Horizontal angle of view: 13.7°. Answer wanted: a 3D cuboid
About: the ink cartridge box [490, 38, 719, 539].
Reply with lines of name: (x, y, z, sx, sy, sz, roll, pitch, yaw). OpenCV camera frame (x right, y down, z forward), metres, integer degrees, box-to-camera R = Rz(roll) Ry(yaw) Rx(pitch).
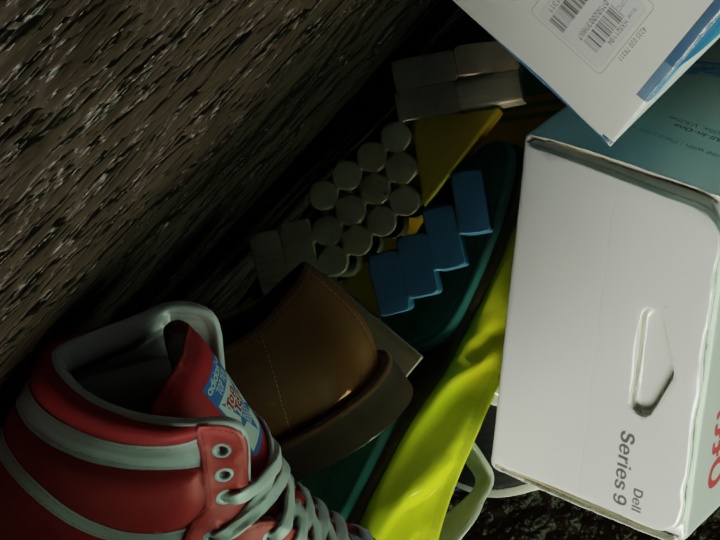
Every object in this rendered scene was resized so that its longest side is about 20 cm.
ink cartridge box: (0.138, -0.012, 1.126, 0.200, 0.087, 0.146, -38, 140, -49)

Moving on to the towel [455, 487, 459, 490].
towel: (0.010, 0.094, 1.467, 0.200, 0.050, 0.148, -6, 174, -42)

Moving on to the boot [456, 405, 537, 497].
boot: (0.072, 0.038, 1.293, 0.144, 0.073, 0.200, -28, -167, -35)

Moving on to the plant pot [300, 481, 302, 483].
plant pot: (-0.053, 0.157, 1.194, 0.201, 0.161, 0.201, -42, -172, 8)

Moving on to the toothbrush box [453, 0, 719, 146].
toothbrush box: (0.135, -0.155, 0.989, 0.200, 0.085, 0.146, -44, 175, -41)

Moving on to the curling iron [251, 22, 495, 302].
curling iron: (0.024, -0.048, 1.165, 0.200, 0.050, 0.026, -52, 135, -12)

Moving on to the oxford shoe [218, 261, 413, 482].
oxford shoe: (-0.085, 0.063, 1.034, 0.200, 0.071, 0.071, -32, -163, 2)

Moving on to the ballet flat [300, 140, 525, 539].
ballet flat: (0.031, 0.048, 1.125, 0.067, 0.067, 0.200, -11, -133, 56)

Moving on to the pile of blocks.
pile of blocks: (0.000, 0.000, 1.097, 0.200, 0.082, 0.062, -47, 175, 5)

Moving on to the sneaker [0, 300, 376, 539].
sneaker: (-0.028, 0.078, 0.969, 0.113, 0.200, 0.071, -64, -154, 26)

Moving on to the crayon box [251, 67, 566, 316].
crayon box: (0.043, -0.045, 1.287, 0.200, 0.051, 0.127, -42, 174, -39)
